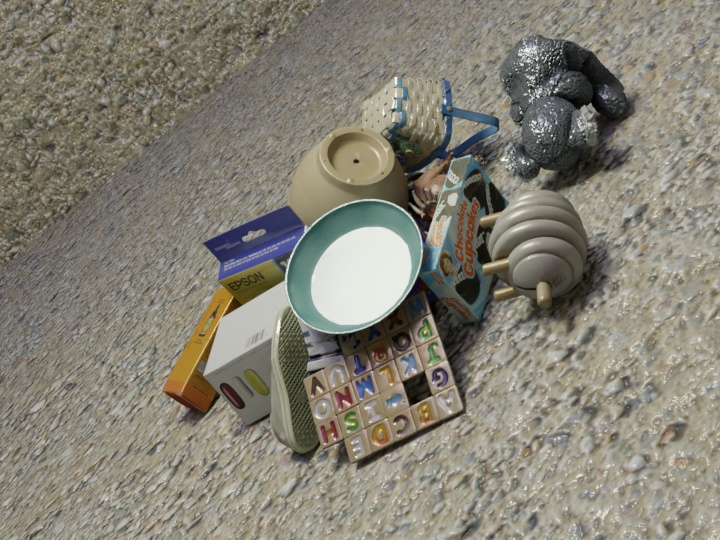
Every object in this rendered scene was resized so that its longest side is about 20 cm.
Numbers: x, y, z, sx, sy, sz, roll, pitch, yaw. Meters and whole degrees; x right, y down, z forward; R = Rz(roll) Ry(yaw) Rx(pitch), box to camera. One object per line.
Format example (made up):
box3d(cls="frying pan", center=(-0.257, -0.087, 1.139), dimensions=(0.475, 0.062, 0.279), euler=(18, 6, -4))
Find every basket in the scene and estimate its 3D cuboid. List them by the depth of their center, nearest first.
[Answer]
box3d(cls="basket", center=(0.109, -0.236, 1.788), dimensions=(0.176, 0.197, 0.141), euler=(150, 122, -60))

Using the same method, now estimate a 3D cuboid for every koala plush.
box3d(cls="koala plush", center=(0.282, -0.225, 1.583), dimensions=(0.176, 0.184, 0.202), euler=(-22, 40, 33))

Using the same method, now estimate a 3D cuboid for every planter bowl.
box3d(cls="planter bowl", center=(-0.014, -0.137, 1.682), dimensions=(0.201, 0.198, 0.135), euler=(-56, -14, -34))

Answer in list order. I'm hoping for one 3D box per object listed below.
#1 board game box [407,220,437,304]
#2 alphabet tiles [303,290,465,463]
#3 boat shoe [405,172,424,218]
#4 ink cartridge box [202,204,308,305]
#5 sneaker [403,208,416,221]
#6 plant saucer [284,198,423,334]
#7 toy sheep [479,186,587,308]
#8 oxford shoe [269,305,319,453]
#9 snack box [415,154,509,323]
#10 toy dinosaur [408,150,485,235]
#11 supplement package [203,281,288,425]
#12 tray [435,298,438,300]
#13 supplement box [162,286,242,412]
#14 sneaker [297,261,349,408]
box3d(cls="board game box", center=(0.058, 0.009, 1.583), dimensions=(0.135, 0.045, 0.200), euler=(-49, 21, 12))
box3d(cls="alphabet tiles", center=(0.021, 0.141, 1.365), dimensions=(0.198, 0.008, 0.169), euler=(-28, 61, 18))
box3d(cls="boat shoe", center=(0.051, -0.095, 1.784), dimensions=(0.200, 0.071, 0.063), euler=(-44, 23, -16))
box3d(cls="ink cartridge box", center=(-0.126, 0.006, 1.701), dimensions=(0.196, 0.200, 0.047), euler=(-20, 38, 36))
box3d(cls="sneaker", center=(0.000, 0.000, 1.580), dimensions=(0.201, 0.076, 0.115), euler=(-51, 10, -16))
box3d(cls="plant saucer", center=(-0.004, 0.000, 1.414), dimensions=(0.197, 0.036, 0.202), euler=(-13, 56, 20))
box3d(cls="toy sheep", center=(0.221, -0.027, 1.353), dimensions=(0.137, 0.138, 0.202), euler=(-26, 42, 27))
box3d(cls="oxford shoe", center=(-0.097, 0.149, 1.470), dimensions=(0.057, 0.074, 0.203), euler=(-19, 72, 50))
box3d(cls="snack box", center=(0.144, -0.043, 1.462), dimensions=(0.037, 0.116, 0.202), euler=(-11, 46, 39))
box3d(cls="toy dinosaur", center=(0.120, -0.118, 1.673), dimensions=(0.135, 0.087, 0.200), euler=(-30, 23, -14))
box3d(cls="supplement package", center=(-0.116, 0.109, 1.616), dimensions=(0.199, 0.111, 0.156), euler=(-30, 25, 20))
box3d(cls="tray", center=(0.165, -0.022, 1.554), dimensions=(0.198, 0.022, 0.108), euler=(-27, 27, 26))
box3d(cls="supplement box", center=(-0.244, 0.128, 1.769), dimensions=(0.066, 0.069, 0.202), euler=(4, 62, 51))
box3d(cls="sneaker", center=(-0.028, 0.099, 1.478), dimensions=(0.079, 0.115, 0.202), euler=(-9, 72, 21))
